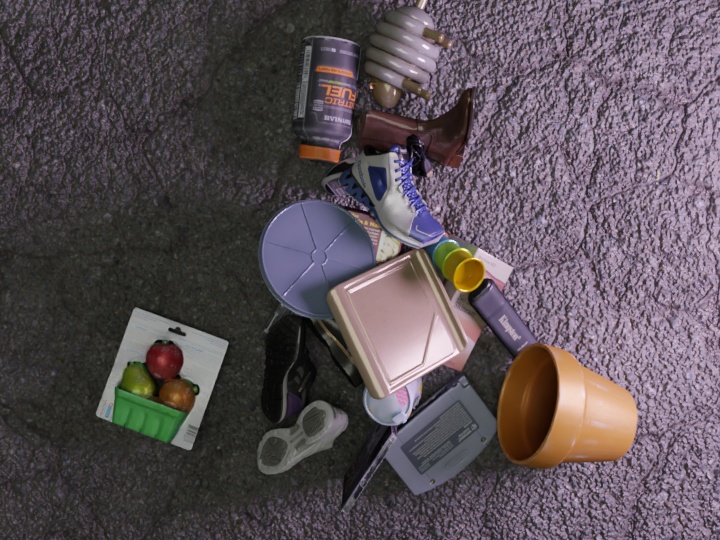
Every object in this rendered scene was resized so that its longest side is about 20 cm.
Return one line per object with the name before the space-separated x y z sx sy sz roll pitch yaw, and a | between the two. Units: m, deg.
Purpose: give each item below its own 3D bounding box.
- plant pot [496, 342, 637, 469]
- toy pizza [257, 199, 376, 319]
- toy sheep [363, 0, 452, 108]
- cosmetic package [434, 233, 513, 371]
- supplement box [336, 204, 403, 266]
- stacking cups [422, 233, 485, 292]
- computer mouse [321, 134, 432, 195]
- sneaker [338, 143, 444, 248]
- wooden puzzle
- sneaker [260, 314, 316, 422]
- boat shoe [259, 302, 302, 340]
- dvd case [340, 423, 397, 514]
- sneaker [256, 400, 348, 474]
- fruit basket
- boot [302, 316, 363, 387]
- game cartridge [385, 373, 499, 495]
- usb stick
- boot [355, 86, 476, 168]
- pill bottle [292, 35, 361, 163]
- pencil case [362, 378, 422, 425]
plant pot | 0.356 0.242 1.455 0.180 0.200 0.204 15 94 -16
toy pizza | -0.070 -0.017 1.385 0.196 0.032 0.204 6 69 -16
toy sheep | 0.075 -0.371 1.450 0.136 0.138 0.203 25 97 0
cosmetic package | 0.163 0.056 1.474 0.102 0.087 0.203 23 95 -35
supplement box | 0.000 0.000 1.485 0.128 0.103 0.204 13 94 2
stacking cups | 0.132 -0.038 1.428 0.059 0.200 0.062 -12 122 -20
computer mouse | 0.024 -0.178 1.481 0.196 0.110 0.045 -11 66 16
sneaker | 0.059 -0.135 1.382 0.199 0.080 0.116 41 122 18
wooden puzzle | 0.059 0.082 1.371 0.198 0.037 0.188 -24 87 -29
sneaker | -0.115 0.161 1.494 0.075 0.087 0.203 34 121 37
boat shoe | -0.118 0.037 1.510 0.067 0.072 0.203 25 100 -2
dvd case | 0.014 0.313 1.453 0.016 0.200 0.150 33 94 -1
sneaker | -0.097 0.305 1.518 0.199 0.099 0.079 -34 58 25
fruit basket | -0.350 0.191 1.525 0.182 0.094 0.203 19 78 0
boot | -0.015 0.069 1.414 0.137 0.077 0.201 -35 89 -11
game cartridge | 0.142 0.296 1.521 0.199 0.042 0.134 -38 104 -1
usb stick | 0.244 0.085 1.465 0.056 0.033 0.200 -48 129 -6
boot | 0.088 -0.252 1.444 0.196 0.188 0.065 13 53 1
pill bottle | -0.060 -0.287 1.470 0.104 0.106 0.204 7 94 1
pencil case | 0.057 0.204 1.450 0.082 0.200 0.092 -21 86 9
